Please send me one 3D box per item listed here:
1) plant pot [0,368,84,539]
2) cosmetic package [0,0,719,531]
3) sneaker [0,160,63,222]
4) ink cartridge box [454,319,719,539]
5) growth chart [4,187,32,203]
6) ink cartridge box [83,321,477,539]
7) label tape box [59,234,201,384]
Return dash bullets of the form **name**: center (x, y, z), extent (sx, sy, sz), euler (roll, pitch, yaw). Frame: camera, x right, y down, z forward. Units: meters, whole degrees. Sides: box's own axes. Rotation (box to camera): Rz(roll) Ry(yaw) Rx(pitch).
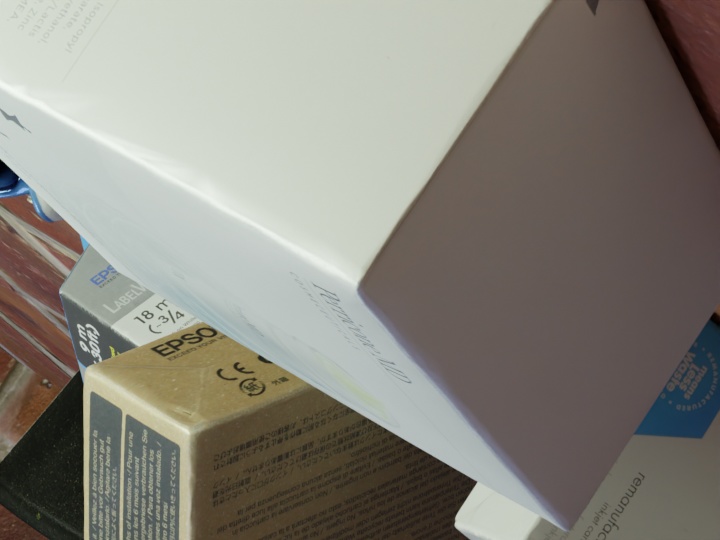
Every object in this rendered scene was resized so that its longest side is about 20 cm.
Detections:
- **plant pot**: center (-0.064, 0.137, 1.553), extent (0.200, 0.200, 0.177), euler (42, 176, -40)
- **cosmetic package**: center (-0.010, -0.043, 0.776), extent (0.200, 0.123, 0.199), euler (27, 169, 30)
- **sneaker**: center (-0.182, -0.087, 1.246), extent (0.200, 0.082, 0.074), euler (27, 161, 37)
- **ink cartridge box**: center (0.151, 0.109, 1.008), extent (0.200, 0.116, 0.067), euler (37, 169, -18)
- **growth chart**: center (-0.116, -0.037, 1.301), extent (0.200, 0.018, 0.145), euler (30, -162, 30)
- **ink cartridge box**: center (-0.020, 0.094, 1.093), extent (0.075, 0.200, 0.165), euler (27, 124, 39)
- **label tape box**: center (-0.096, 0.060, 1.309), extent (0.200, 0.063, 0.144), euler (32, 147, 35)
